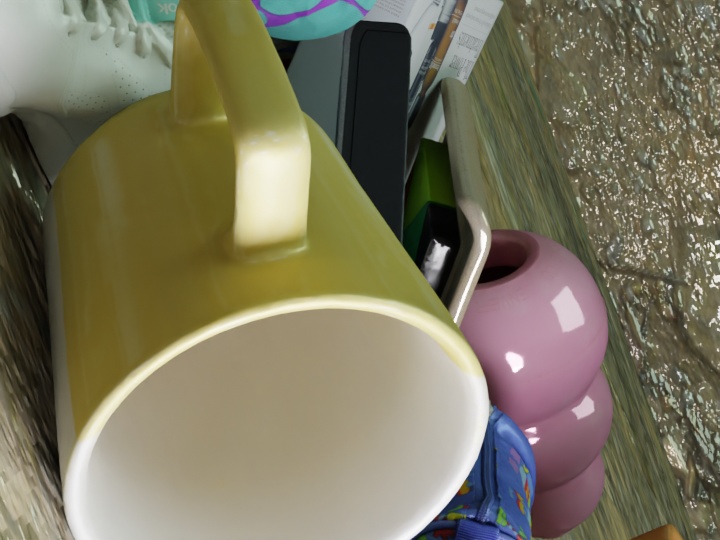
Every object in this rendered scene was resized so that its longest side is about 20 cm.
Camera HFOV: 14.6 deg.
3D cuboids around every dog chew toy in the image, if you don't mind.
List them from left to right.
[{"bbox_3d":[0.097,0.077,1.719,0.125,0.124,0.200,-93,170,-59],"label":"dog chew toy"}]

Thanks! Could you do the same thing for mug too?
[{"bbox_3d":[-0.037,0.001,0.999,0.149,0.187,0.153,18,34,-34],"label":"mug"}]

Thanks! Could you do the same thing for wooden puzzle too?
[{"bbox_3d":[0.024,0.019,1.451,0.185,0.037,0.201,-93,-163,-66],"label":"wooden puzzle"}]

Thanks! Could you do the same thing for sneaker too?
[{"bbox_3d":[-0.098,-0.087,1.039,0.200,0.088,0.075,51,24,-64],"label":"sneaker"}]

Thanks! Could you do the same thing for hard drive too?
[{"bbox_3d":[0.000,0.000,1.308,0.200,0.033,0.140,95,-2,-58],"label":"hard drive"}]

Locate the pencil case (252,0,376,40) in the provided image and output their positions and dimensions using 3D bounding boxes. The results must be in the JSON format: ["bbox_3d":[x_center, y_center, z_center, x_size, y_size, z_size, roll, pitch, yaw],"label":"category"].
[{"bbox_3d":[-0.060,-0.152,1.171,0.200,0.092,0.085,11,59,-66],"label":"pencil case"}]

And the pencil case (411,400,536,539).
[{"bbox_3d":[0.057,0.133,1.510,0.200,0.078,0.087,-79,180,-73],"label":"pencil case"}]

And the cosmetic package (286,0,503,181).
[{"bbox_3d":[0.007,-0.091,1.474,0.052,0.151,0.200,28,7,11],"label":"cosmetic package"}]

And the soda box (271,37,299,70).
[{"bbox_3d":[-0.058,-0.141,1.435,0.200,0.068,0.064,23,50,-77],"label":"soda box"}]

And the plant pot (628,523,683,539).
[{"bbox_3d":[0.139,0.256,1.559,0.200,0.140,0.201,-18,90,-80],"label":"plant pot"}]
